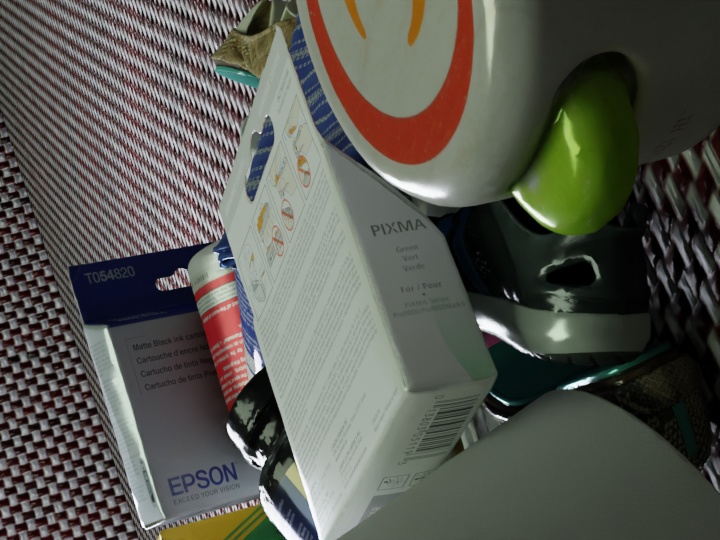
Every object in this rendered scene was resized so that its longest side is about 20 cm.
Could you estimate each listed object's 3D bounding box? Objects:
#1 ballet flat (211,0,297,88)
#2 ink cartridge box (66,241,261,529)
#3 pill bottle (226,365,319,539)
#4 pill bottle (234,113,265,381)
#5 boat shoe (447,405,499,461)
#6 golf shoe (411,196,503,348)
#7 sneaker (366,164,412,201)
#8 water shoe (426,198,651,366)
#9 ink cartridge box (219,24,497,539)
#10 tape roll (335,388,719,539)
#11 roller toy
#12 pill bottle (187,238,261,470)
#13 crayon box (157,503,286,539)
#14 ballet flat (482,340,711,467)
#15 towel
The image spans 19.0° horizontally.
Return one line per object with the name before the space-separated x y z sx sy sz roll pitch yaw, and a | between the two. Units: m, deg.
ballet flat | -0.052 -0.152 1.464 0.200 0.070 0.065 -154 78 -69
ink cartridge box | -0.100 0.071 1.581 0.041 0.199 0.200 -29 77 50
pill bottle | 0.010 0.140 1.284 0.200 0.112 0.112 46 153 29
pill bottle | -0.026 -0.007 1.375 0.111 0.111 0.200 -123 22 -52
boat shoe | 0.043 0.074 1.236 0.075 0.086 0.202 91 159 -48
golf shoe | 0.059 -0.048 1.119 0.092 0.075 0.200 -98 3 -62
sneaker | 0.004 -0.083 1.189 0.200 0.077 0.089 -87 6 -65
water shoe | 0.069 -0.012 0.990 0.200 0.071 0.079 19 104 55
ink cartridge box | -0.008 0.008 1.014 0.161 0.050 0.200 114 144 -54
tape roll | 0.087 0.172 0.947 0.203 0.139 0.203 46 156 27
roller toy | 0.067 -0.127 0.830 0.182 0.140 0.200 24 124 60
pill bottle | -0.044 0.072 1.522 0.112 0.112 0.200 129 125 -73
crayon box | -0.089 0.218 1.665 0.126 0.200 0.052 119 135 -70
ballet flat | 0.110 0.072 1.030 0.075 0.068 0.200 68 163 -7
towel | -0.017 -0.104 1.143 0.145 0.024 0.200 -31 39 56
